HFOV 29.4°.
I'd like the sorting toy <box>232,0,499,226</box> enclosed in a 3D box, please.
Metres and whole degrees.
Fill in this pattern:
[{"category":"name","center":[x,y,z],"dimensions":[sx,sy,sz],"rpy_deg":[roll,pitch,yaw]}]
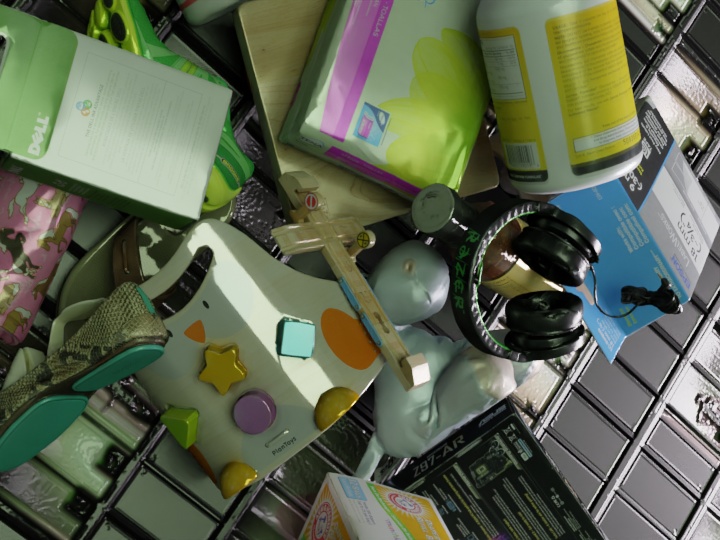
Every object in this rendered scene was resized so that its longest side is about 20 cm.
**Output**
[{"category":"sorting toy","center":[-0.001,-0.143,1.185],"dimensions":[0.197,0.069,0.202],"rpy_deg":[-16,94,-23]}]

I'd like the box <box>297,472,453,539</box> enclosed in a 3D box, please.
[{"category":"box","center":[-0.007,0.283,1.103],"dimensions":[0.100,0.113,0.202],"rpy_deg":[17,107,-22]}]

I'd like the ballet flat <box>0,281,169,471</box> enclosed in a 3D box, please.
[{"category":"ballet flat","center":[-0.226,0.075,1.051],"dimensions":[0.067,0.199,0.076],"rpy_deg":[11,47,-55]}]

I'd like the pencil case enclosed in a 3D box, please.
[{"category":"pencil case","center":[-0.259,-0.046,1.060],"dimensions":[0.085,0.083,0.202],"rpy_deg":[24,78,-3]}]

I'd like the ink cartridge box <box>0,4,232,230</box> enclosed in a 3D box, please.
[{"category":"ink cartridge box","center":[-0.203,-0.112,1.010],"dimensions":[0.197,0.059,0.105],"rpy_deg":[18,78,-20]}]

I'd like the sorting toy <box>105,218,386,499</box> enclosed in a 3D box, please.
[{"category":"sorting toy","center":[-0.105,0.061,1.064],"dimensions":[0.199,0.107,0.181],"rpy_deg":[-38,102,16]}]

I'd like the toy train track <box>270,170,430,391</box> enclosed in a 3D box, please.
[{"category":"toy train track","center":[0.000,0.000,1.073],"dimensions":[0.114,0.032,0.202],"rpy_deg":[-11,65,-54]}]

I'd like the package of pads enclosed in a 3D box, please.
[{"category":"package of pads","center":[0.039,-0.169,1.128],"dimensions":[0.153,0.068,0.203],"rpy_deg":[23,79,-21]}]

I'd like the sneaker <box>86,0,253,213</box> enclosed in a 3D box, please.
[{"category":"sneaker","center":[-0.156,-0.142,1.119],"dimensions":[0.083,0.074,0.202],"rpy_deg":[-28,89,-46]}]

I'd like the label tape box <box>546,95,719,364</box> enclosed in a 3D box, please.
[{"category":"label tape box","center":[0.237,-0.039,1.196],"dimensions":[0.145,0.063,0.200],"rpy_deg":[56,40,-16]}]

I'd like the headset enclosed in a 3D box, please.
[{"category":"headset","center":[0.161,0.014,1.079],"dimensions":[0.198,0.093,0.126],"rpy_deg":[8,94,-38]}]

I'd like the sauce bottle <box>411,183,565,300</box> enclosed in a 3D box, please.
[{"category":"sauce bottle","center":[0.109,-0.021,1.132],"dimensions":[0.199,0.065,0.067],"rpy_deg":[31,74,-52]}]

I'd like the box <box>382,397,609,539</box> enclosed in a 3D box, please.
[{"category":"box","center":[0.122,0.238,1.200],"dimensions":[0.159,0.044,0.201],"rpy_deg":[-36,103,6]}]

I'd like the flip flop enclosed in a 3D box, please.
[{"category":"flip flop","center":[-0.170,-0.006,1.111],"dimensions":[0.081,0.057,0.200],"rpy_deg":[46,71,-15]}]

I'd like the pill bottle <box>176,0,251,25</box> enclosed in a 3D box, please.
[{"category":"pill bottle","center":[-0.136,-0.312,1.112],"dimensions":[0.108,0.108,0.202],"rpy_deg":[-30,100,-21]}]

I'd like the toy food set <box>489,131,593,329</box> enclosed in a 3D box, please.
[{"category":"toy food set","center":[0.196,-0.051,1.281],"dimensions":[0.143,0.060,0.202],"rpy_deg":[-30,101,-33]}]

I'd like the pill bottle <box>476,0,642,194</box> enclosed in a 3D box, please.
[{"category":"pill bottle","center":[0.153,-0.171,1.086],"dimensions":[0.111,0.112,0.203],"rpy_deg":[-19,105,-23]}]

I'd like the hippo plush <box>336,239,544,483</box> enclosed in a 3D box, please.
[{"category":"hippo plush","center":[0.045,0.064,1.180],"dimensions":[0.199,0.159,0.162],"rpy_deg":[-37,83,21]}]
